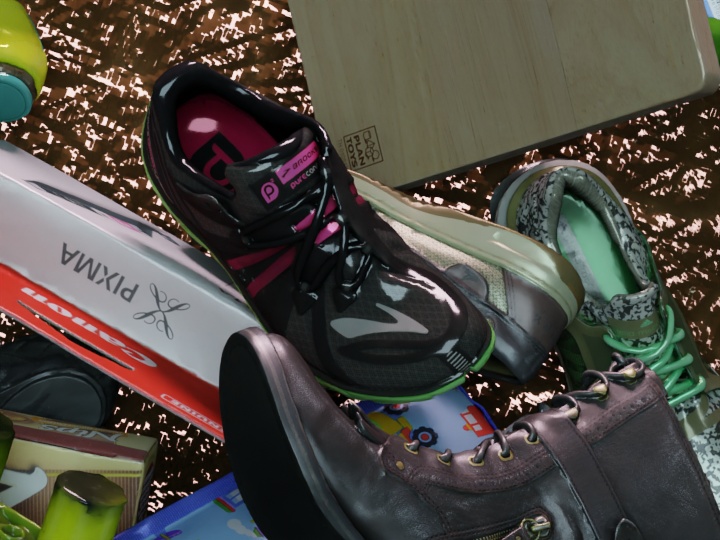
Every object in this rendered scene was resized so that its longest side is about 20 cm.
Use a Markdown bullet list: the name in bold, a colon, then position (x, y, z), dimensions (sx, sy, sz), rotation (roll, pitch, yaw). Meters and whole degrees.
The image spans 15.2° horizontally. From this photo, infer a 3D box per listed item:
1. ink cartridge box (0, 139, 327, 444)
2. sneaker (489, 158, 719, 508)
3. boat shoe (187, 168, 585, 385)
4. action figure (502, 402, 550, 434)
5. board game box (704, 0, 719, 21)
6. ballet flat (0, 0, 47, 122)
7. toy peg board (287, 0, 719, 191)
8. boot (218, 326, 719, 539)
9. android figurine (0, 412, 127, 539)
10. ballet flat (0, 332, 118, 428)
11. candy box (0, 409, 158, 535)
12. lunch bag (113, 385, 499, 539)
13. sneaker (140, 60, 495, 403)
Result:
- **ink cartridge box**: position (-0.107, 0.008, 1.209), dimensions (0.200, 0.174, 0.044), rotation (30, 96, 3)
- **sneaker**: position (0.124, 0.034, 1.250), dimensions (0.077, 0.089, 0.200), rotation (-31, 84, -4)
- **boat shoe**: position (0.001, 0.001, 1.237), dimensions (0.201, 0.072, 0.066), rotation (16, 58, 21)
- **action figure**: position (0.056, 0.155, 1.243), dimensions (0.200, 0.105, 0.194), rotation (9, 75, 15)
- **board game box**: position (0.235, -0.203, 1.305), dimensions (0.200, 0.045, 0.152), rotation (-20, 82, -2)
- **ballet flat**: position (-0.250, -0.101, 1.287), dimensions (0.200, 0.067, 0.067), rotation (-3, 61, -3)
- **toy peg board**: position (0.072, -0.151, 1.265), dimensions (0.199, 0.098, 0.200), rotation (-17, 82, 31)
- **boot**: position (0.051, 0.081, 1.113), dimensions (0.174, 0.069, 0.200), rotation (-30, 90, -26)
- **android figurine**: position (-0.167, 0.163, 1.147), dimensions (0.182, 0.041, 0.200), rotation (30, 110, 22)
- **ballet flat**: position (-0.210, 0.074, 1.272), dimensions (0.200, 0.057, 0.066), rotation (-11, 108, 3)
- **candy box**: position (-0.166, 0.166, 1.224), dimensions (0.115, 0.055, 0.200), rotation (11, 97, 1)
- **lunch bag**: position (0.014, 0.136, 1.162), dimensions (0.200, 0.094, 0.151), rotation (-33, 60, -14)
- **sneaker**: position (-0.027, -0.016, 1.167), dimensions (0.200, 0.084, 0.077), rotation (39, 74, 19)
